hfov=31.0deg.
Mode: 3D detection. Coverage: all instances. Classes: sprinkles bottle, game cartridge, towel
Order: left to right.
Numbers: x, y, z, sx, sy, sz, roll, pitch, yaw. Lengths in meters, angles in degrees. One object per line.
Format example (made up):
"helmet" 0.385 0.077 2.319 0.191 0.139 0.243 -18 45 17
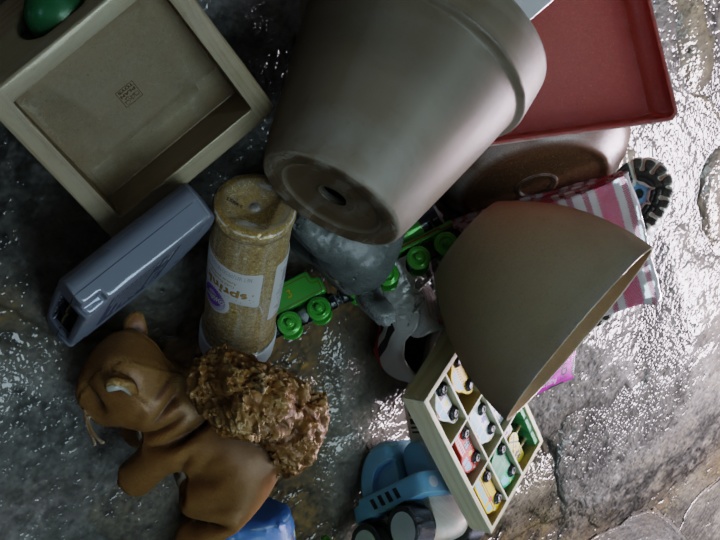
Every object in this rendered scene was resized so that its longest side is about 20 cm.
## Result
"game cartridge" -0.176 -0.004 0.998 0.133 0.200 0.041 -36 91 -20
"sprinkles bottle" -0.096 0.006 1.081 0.068 0.068 0.200 -26 152 -27
"towel" 0.181 -0.003 1.252 0.200 0.030 0.147 -16 116 12

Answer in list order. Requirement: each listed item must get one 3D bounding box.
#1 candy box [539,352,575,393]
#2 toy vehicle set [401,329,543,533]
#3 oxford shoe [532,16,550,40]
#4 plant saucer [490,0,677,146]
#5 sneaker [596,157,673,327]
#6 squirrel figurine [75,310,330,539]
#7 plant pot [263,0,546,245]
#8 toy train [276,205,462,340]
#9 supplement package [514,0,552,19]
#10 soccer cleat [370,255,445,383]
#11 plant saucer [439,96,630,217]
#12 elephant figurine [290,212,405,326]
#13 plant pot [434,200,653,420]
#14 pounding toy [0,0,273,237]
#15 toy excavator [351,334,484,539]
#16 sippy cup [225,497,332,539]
"candy box" 0.165 0.038 1.364 0.136 0.061 0.200 -19 121 -33
"toy vehicle set" 0.114 0.147 1.267 0.124 0.026 0.200 -55 134 -32
"oxford shoe" 0.174 -0.237 1.199 0.074 0.071 0.201 8 79 -40
"plant saucer" 0.160 -0.203 1.146 0.199 0.201 0.037 -8 162 -2
"sneaker" 0.260 -0.023 1.319 0.200 0.078 0.090 -59 167 18
"squirrel figurine" -0.134 0.113 1.090 0.200 0.142 0.187 -25 118 28
"plant pot" 0.015 -0.122 0.986 0.200 0.200 0.174 49 62 -42
"toy train" 0.000 0.000 1.187 0.200 0.056 0.042 -27 169 -5
"supplement package" 0.099 -0.313 1.040 0.191 0.200 0.147 -40 125 -17
"soccer cleat" 0.049 0.021 1.247 0.069 0.085 0.200 -18 121 -31
"plant saucer" 0.163 -0.094 1.233 0.200 0.037 0.201 -9 152 -5
"elephant figurine" 0.016 -0.089 1.129 0.200 0.141 0.155 -46 129 -9
"plant pot" 0.146 0.015 1.160 0.200 0.134 0.200 -45 166 -14
"pounding toy" -0.187 -0.172 0.951 0.184 0.142 0.200 -40 132 -2
"toy excavator" 0.060 0.187 1.333 0.100 0.200 0.194 2 154 -41
"sippy cup" -0.114 0.286 1.224 0.178 0.139 0.131 -17 113 -62
